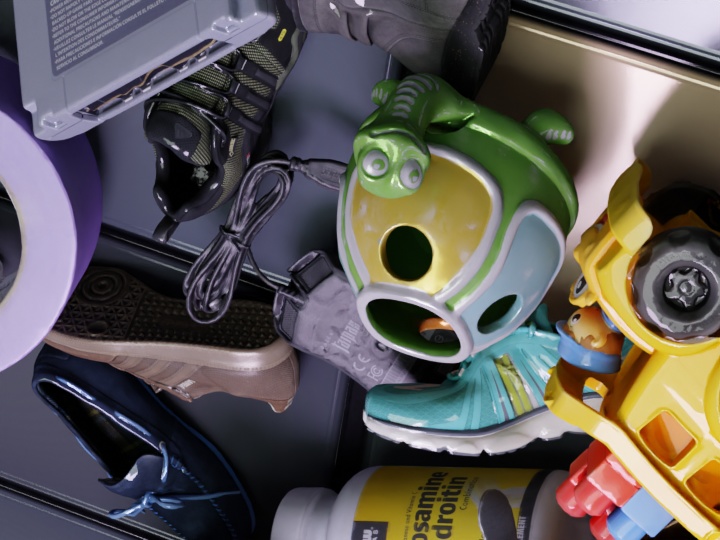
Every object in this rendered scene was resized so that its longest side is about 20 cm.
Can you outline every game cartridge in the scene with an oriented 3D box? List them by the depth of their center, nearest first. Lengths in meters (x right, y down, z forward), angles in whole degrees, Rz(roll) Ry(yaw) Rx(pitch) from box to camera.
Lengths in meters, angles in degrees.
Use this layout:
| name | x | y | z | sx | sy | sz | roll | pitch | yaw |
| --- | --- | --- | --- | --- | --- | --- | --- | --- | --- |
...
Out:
| name | x | y | z | sx | sy | sz | roll | pitch | yaw |
| --- | --- | --- | --- | --- | --- | --- | --- | --- | --- |
| game cartridge | -0.129 | -0.171 | 1.370 | 0.199 | 0.041 | 0.134 | -23 | 71 | 39 |

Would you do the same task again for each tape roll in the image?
| name | x | y | z | sx | sy | sz | roll | pitch | yaw |
| --- | --- | --- | --- | --- | --- | --- | --- | --- | --- |
| tape roll | -0.267 | -0.036 | 1.473 | 0.198 | 0.085 | 0.202 | 2 | 110 | 6 |

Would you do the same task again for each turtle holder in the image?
| name | x | y | z | sx | sy | sz | roll | pitch | yaw |
| --- | --- | --- | --- | --- | --- | --- | --- | --- | --- |
| turtle holder | 0.053 | -0.030 | 1.335 | 0.140 | 0.133 | 0.186 | 22 | 156 | -2 |

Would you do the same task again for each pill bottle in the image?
| name | x | y | z | sx | sy | sz | roll | pitch | yaw |
| --- | --- | --- | --- | --- | --- | --- | --- | --- | --- |
| pill bottle | 0.047 | 0.184 | 1.522 | 0.198 | 0.112 | 0.113 | -1 | 120 | 24 |

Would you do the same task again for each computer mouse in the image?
| name | x | y | z | sx | sy | sz | roll | pitch | yaw |
| --- | --- | --- | --- | --- | --- | --- | --- | --- | --- |
| computer mouse | 0.000 | 0.000 | 1.463 | 0.199 | 0.046 | 0.141 | 23 | 118 | -4 |

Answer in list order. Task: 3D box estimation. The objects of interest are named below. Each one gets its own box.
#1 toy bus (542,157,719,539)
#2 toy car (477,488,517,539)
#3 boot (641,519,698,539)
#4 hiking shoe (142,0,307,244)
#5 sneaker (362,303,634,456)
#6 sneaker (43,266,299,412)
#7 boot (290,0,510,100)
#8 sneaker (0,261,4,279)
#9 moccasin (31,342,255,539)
| name | x | y | z | sx | sy | sz | roll | pitch | yaw |
| --- | --- | --- | --- | --- | --- | --- | --- | --- | --- |
| toy bus | 0.171 | 0.065 | 1.345 | 0.200 | 0.136 | 0.192 | 45 | 108 | -7 |
| toy car | 0.132 | 0.219 | 1.369 | 0.157 | 0.164 | 0.200 | -37 | 101 | 27 |
| boot | 0.213 | 0.236 | 1.481 | 0.199 | 0.077 | 0.156 | -27 | 109 | 33 |
| hiking shoe | -0.084 | -0.110 | 1.398 | 0.075 | 0.101 | 0.201 | 18 | 127 | 11 |
| sneaker | 0.096 | 0.060 | 1.427 | 0.198 | 0.078 | 0.080 | -12 | 107 | -2 |
| sneaker | -0.134 | 0.055 | 1.548 | 0.198 | 0.071 | 0.076 | 11 | 135 | 23 |
| boot | 0.022 | -0.184 | 1.305 | 0.131 | 0.070 | 0.201 | 23 | 138 | 9 |
| sneaker | -0.348 | -0.015 | 1.592 | 0.199 | 0.081 | 0.115 | 42 | 126 | -8 |
| moccasin | -0.157 | 0.130 | 1.606 | 0.200 | 0.068 | 0.080 | 45 | 127 | -11 |
